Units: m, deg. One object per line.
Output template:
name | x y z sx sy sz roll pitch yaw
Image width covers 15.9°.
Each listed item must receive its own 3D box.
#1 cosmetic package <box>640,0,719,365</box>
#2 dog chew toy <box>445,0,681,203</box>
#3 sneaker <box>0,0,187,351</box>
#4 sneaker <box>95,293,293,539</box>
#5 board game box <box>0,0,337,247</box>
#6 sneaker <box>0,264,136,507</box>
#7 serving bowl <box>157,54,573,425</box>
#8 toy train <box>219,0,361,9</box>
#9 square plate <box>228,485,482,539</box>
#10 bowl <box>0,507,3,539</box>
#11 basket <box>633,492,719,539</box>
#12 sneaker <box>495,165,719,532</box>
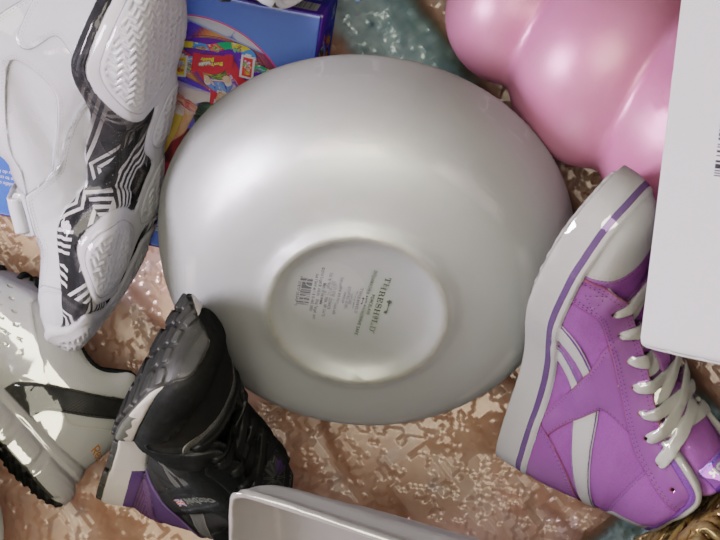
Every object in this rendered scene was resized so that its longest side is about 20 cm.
cosmetic package | 0.242 -0.052 1.105 0.199 0.123 0.200 6 93 -29
dog chew toy | 0.127 -0.094 1.210 0.200 0.125 0.125 33 96 9
sneaker | -0.152 -0.064 1.209 0.115 0.075 0.201 19 119 11
sneaker | -0.066 0.075 1.214 0.087 0.200 0.076 26 69 1
board game box | -0.119 -0.086 1.255 0.199 0.045 0.135 12 114 6
sneaker | -0.192 0.022 1.287 0.080 0.074 0.200 -43 89 -12
serving bowl | 0.000 0.000 1.207 0.199 0.066 0.201 3 126 4
toy train | -0.068 -0.188 1.210 0.200 0.087 0.114 34 67 31
square plate | 0.034 0.171 1.221 0.199 0.198 0.029 15 56 6
bowl | -0.240 0.130 1.259 0.107 0.200 0.201 19 97 -38
basket | 0.213 0.194 1.243 0.200 0.149 0.143 46 64 3
sneaker | 0.134 0.043 1.184 0.114 0.201 0.073 31 55 19
